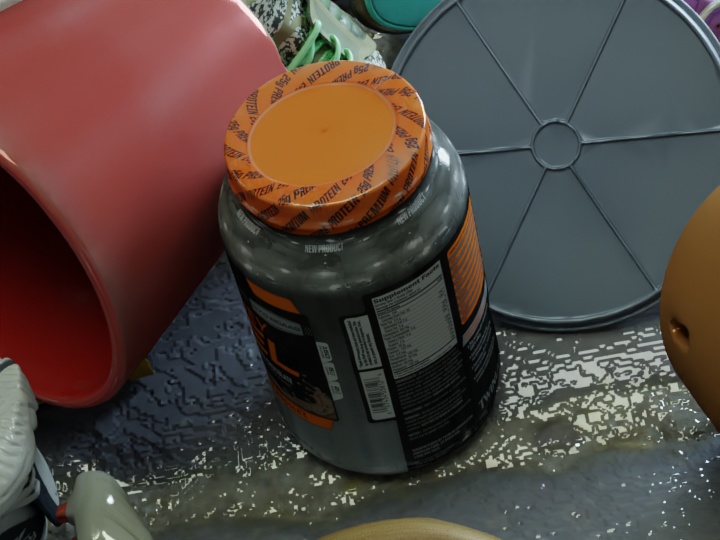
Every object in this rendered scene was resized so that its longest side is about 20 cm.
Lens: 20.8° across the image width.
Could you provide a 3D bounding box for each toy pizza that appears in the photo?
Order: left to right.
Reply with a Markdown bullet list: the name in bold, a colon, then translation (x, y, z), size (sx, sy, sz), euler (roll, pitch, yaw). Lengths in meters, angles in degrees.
- **toy pizza**: translation (0.107, -0.068, 1.054), size (0.200, 0.032, 0.201), euler (1, 94, 13)

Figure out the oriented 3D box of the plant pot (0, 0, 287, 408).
- **plant pot**: translation (-0.139, -0.060, 0.999), size (0.200, 0.201, 0.177), euler (24, 53, 29)

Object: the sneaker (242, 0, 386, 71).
- **sneaker**: translation (-0.021, -0.119, 1.105), size (0.089, 0.200, 0.077), euler (39, 99, 21)

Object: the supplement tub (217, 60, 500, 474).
- **supplement tub**: translation (0.000, 0.000, 0.974), size (0.122, 0.200, 0.123), euler (-7, 48, 7)

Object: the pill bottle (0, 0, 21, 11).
- **pill bottle**: translation (-0.193, -0.215, 1.263), size (0.112, 0.112, 0.200), euler (-8, 48, 6)

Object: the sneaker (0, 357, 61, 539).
- **sneaker**: translation (-0.182, 0.111, 0.957), size (0.079, 0.130, 0.199), euler (-32, 24, -19)

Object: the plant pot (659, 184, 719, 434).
- **plant pot**: translation (0.235, 0.027, 0.916), size (0.200, 0.200, 0.140), euler (-31, 34, -14)

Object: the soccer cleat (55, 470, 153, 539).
- **soccer cleat**: translation (-0.092, 0.180, 0.933), size (0.077, 0.069, 0.200), euler (-16, 55, -8)

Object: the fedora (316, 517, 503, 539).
- **fedora**: translation (0.021, 0.205, 0.862), size (0.200, 0.082, 0.201), euler (-1, 46, 1)

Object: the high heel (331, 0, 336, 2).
- **high heel**: translation (-0.050, -0.168, 1.200), size (0.200, 0.096, 0.067), euler (-39, 53, -20)

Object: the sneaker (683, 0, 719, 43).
- **sneaker**: translation (0.153, -0.107, 1.092), size (0.200, 0.114, 0.073), euler (-33, 52, -14)

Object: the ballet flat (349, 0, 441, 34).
- **ballet flat**: translation (0.053, -0.191, 1.205), size (0.200, 0.068, 0.068), euler (-22, 32, -38)

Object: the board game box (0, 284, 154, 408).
- **board game box**: translation (-0.217, -0.005, 1.124), size (0.165, 0.057, 0.200), euler (-17, 48, 0)
